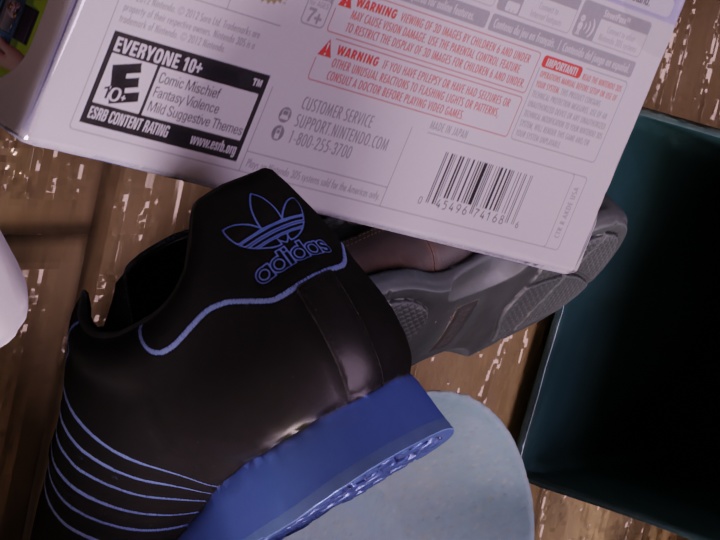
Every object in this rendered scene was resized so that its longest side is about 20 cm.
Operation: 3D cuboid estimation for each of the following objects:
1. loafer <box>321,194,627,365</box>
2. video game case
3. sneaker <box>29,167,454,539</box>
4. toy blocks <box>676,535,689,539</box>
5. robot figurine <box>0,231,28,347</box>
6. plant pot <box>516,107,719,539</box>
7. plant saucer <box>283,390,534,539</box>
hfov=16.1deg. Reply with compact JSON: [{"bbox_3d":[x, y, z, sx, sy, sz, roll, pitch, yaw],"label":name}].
[{"bbox_3d":[0.000,0.000,0.778,0.200,0.063,0.072,-18,151,-47],"label":"loafer"},{"bbox_3d":[0.013,-0.103,0.626,0.200,0.045,0.182,13,104,-46],"label":"video game case"},{"bbox_3d":[-0.046,0.038,0.651,0.070,0.200,0.078,-24,83,-34],"label":"sneaker"},{"bbox_3d":[0.156,0.190,1.016,0.200,0.100,0.137,-66,148,-60],"label":"toy blocks"},{"bbox_3d":[-0.148,0.029,0.513,0.169,0.113,0.200,-37,138,-14],"label":"robot figurine"},{"bbox_3d":[0.177,0.030,0.970,0.200,0.141,0.142,5,102,-62],"label":"plant pot"},{"bbox_3d":[-0.014,0.130,0.825,0.201,0.039,0.202,-29,128,-46],"label":"plant saucer"}]
